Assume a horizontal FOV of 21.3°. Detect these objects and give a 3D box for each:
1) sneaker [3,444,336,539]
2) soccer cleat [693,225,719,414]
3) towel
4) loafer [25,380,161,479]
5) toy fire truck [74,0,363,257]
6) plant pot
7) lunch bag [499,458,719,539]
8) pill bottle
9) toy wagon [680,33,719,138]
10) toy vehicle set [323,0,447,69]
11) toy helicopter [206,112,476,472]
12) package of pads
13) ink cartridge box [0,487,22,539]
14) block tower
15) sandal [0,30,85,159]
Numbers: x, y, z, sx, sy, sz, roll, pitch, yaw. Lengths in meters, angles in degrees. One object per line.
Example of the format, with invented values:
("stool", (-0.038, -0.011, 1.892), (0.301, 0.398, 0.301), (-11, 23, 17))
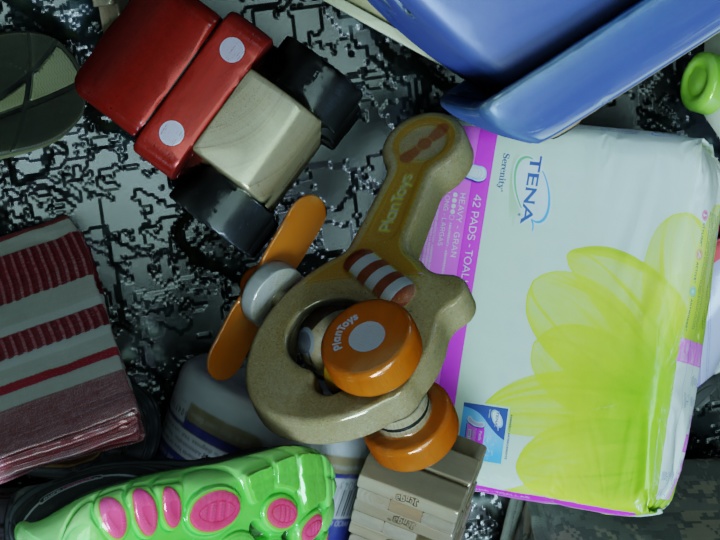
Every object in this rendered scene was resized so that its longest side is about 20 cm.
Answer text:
("sneaker", (-0.083, 0.111, 0.896), (0.200, 0.084, 0.077), (9, 96, -52))
("soccer cleat", (0.187, 0.021, 1.083), (0.200, 0.068, 0.073), (-43, 107, -4))
("towel", (-0.192, 0.047, 0.949), (0.143, 0.200, 0.023), (-19, 123, -7))
("loafer", (-0.206, 0.067, 0.991), (0.199, 0.072, 0.073), (6, 90, 9))
("toy fire truck", (-0.097, -0.117, 0.950), (0.200, 0.176, 0.129), (36, 89, 0))
("plant pot", (0.086, -0.172, 0.909), (0.200, 0.200, 0.180), (-32, 98, 0))
("lunch bag", (0.159, 0.210, 1.090), (0.163, 0.118, 0.201), (-1, 126, -11))
("pill bottle", (-0.069, 0.158, 1.036), (0.119, 0.120, 0.201), (17, 99, -14))
("toy wagon", (0.241, -0.095, 1.033), (0.155, 0.040, 0.201), (11, 74, -25))
("toy vehicle set", (0.029, -0.189, 1.023), (0.199, 0.027, 0.125), (27, 97, -15))
("toy helicopter", (0.000, 0.000, 0.957), (0.201, 0.132, 0.079), (-66, 146, -32))
("package of pads", (0.105, 0.022, 1.009), (0.154, 0.068, 0.201), (7, 86, 20))
("ink cartridge box", (-0.170, 0.158, 0.967), (0.116, 0.199, 0.068), (6, 98, -49))
("block tower", (0.021, 0.156, 1.010), (0.058, 0.054, 0.200), (21, 139, 8))
("sandal", (-0.237, -0.076, 0.973), (0.200, 0.057, 0.080), (-9, 92, -32))
